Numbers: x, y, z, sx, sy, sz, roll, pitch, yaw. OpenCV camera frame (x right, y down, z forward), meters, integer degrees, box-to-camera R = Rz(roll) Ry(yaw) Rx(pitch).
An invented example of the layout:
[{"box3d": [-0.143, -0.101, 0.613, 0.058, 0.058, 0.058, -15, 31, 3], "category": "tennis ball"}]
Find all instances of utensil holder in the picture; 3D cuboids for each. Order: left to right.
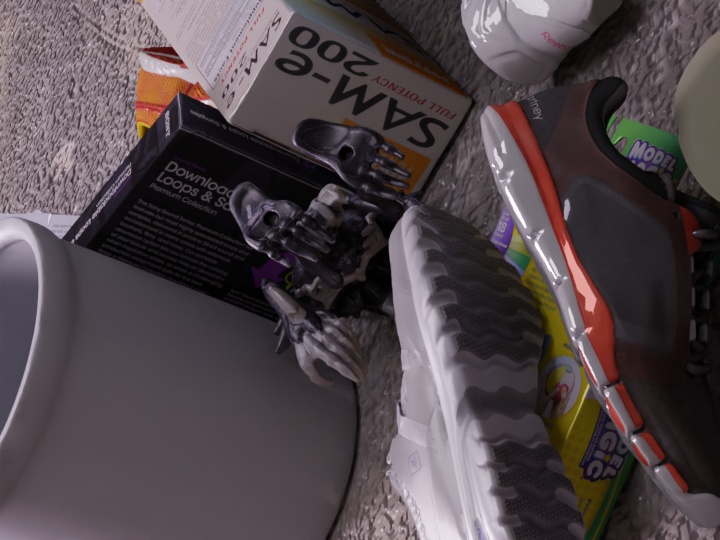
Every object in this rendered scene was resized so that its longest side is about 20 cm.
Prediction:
[{"box3d": [-0.127, 0.083, 1.195, 0.170, 0.200, 0.170, -36, 43, 43], "category": "utensil holder"}]

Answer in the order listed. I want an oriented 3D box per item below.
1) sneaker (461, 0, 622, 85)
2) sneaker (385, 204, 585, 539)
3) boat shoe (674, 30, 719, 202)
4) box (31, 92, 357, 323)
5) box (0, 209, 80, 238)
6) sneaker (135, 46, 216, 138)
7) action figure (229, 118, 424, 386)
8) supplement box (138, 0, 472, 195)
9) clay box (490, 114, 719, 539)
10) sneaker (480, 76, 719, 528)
[{"box3d": [0.107, -0.198, 1.132, 0.099, 0.078, 0.201, -24, 61, 43], "category": "sneaker"}, {"box3d": [0.035, 0.060, 0.969, 0.082, 0.075, 0.201, -37, 46, 35], "category": "sneaker"}, {"box3d": [0.194, -0.042, 0.881, 0.074, 0.063, 0.201, -62, 32, 10], "category": "boat shoe"}, {"box3d": [-0.095, -0.002, 1.256, 0.200, 0.143, 0.036, -46, 35, 33], "category": "box"}, {"box3d": [-0.193, 0.057, 1.427, 0.200, 0.096, 0.177, 2, 72, 59], "category": "box"}, {"box3d": [-0.087, -0.094, 1.398, 0.200, 0.073, 0.077, -151, 62, -64], "category": "sneaker"}, {"box3d": [0.000, 0.000, 1.123, 0.119, 0.200, 0.102, -44, 70, -4], "category": "action figure"}, {"box3d": [-0.036, -0.128, 1.256, 0.074, 0.126, 0.200, -59, 31, 14], "category": "supplement box"}, {"box3d": [0.095, 0.028, 1.015, 0.115, 0.048, 0.201, 28, 95, 57], "category": "clay box"}, {"box3d": [0.122, 0.007, 0.918, 0.077, 0.082, 0.201, 52, -167, -83], "category": "sneaker"}]
